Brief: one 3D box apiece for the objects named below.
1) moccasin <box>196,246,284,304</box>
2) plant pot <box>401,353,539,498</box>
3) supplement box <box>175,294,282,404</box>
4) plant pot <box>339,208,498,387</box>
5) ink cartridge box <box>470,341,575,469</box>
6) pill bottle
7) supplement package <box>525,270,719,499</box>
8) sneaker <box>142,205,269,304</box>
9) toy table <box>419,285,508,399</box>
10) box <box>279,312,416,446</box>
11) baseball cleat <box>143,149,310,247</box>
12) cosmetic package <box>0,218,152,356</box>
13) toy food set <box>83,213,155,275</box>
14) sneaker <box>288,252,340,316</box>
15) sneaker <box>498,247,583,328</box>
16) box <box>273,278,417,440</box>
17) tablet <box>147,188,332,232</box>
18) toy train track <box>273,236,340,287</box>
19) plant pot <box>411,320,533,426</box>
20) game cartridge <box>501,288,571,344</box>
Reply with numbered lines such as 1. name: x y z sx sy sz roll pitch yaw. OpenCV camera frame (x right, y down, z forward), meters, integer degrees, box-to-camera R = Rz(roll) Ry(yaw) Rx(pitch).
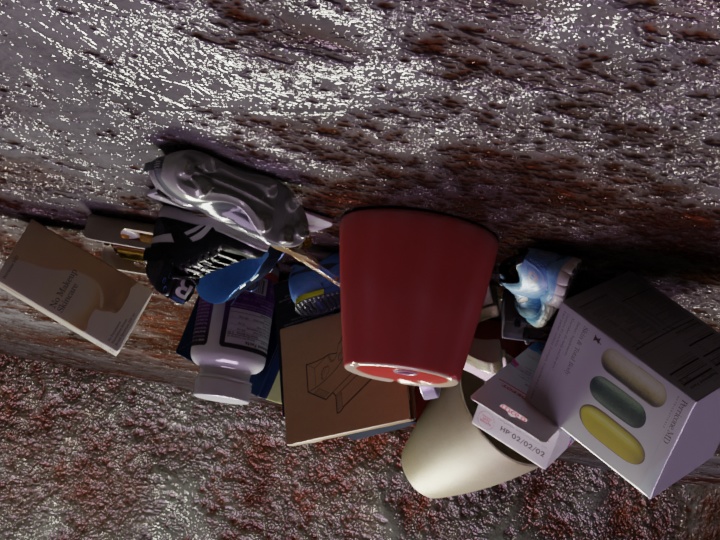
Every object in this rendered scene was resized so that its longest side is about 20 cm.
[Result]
1. moccasin: -0.158 -0.001 1.744 0.068 0.082 0.199 -23 -175 -35
2. plant pot: 0.153 0.243 1.886 0.185 0.190 0.200 17 137 -34
3. supplement box: -0.138 0.120 2.026 0.198 0.136 0.199 23 179 39
4. plant pot: 0.061 0.039 1.554 0.197 0.180 0.201 7 167 2
5. ink cartridge box: 0.221 0.173 1.643 0.114 0.069 0.199 30 -147 23
6. pill bottle: -0.184 0.086 1.870 0.110 0.203 0.112 8 168 2
7. supplement package: 0.333 0.131 1.549 0.150 0.153 0.199 -19 -134 -43
8. sneaker: -0.190 -0.007 1.582 0.073 0.114 0.199 22 175 -43
9. toy table: 0.131 0.083 1.742 0.115 0.202 0.185 -11 131 9
10. box: -0.020 0.135 1.723 0.198 0.166 0.021 -16 159 31
11. baseball cleat: -0.149 -0.084 1.442 0.199 0.071 0.106 31 163 -38
12. cosmetic package: -0.403 0.025 1.831 0.198 0.106 0.071 30 167 -7
13. toy food set: -0.301 -0.021 1.799 0.141 0.061 0.200 9 167 -3
14. sneaker: 0.000 0.000 1.725 0.197 0.080 0.066 -12 151 6
15. sneaker: 0.215 0.008 1.613 0.089 0.079 0.200 27 165 5
16. box: -0.022 0.121 1.867 0.116 0.203 0.196 -18 155 27
17. tablet: -0.146 -0.074 1.572 0.198 0.014 0.129 16 165 -33
18. toy train track: -0.050 -0.015 1.616 0.199 0.033 0.114 35 172 -33
19. plant pot: 0.206 0.179 2.078 0.197 0.179 0.199 1 166 30
20. game cartridge: 0.288 0.071 1.744 0.197 0.039 0.130 8 -164 4
